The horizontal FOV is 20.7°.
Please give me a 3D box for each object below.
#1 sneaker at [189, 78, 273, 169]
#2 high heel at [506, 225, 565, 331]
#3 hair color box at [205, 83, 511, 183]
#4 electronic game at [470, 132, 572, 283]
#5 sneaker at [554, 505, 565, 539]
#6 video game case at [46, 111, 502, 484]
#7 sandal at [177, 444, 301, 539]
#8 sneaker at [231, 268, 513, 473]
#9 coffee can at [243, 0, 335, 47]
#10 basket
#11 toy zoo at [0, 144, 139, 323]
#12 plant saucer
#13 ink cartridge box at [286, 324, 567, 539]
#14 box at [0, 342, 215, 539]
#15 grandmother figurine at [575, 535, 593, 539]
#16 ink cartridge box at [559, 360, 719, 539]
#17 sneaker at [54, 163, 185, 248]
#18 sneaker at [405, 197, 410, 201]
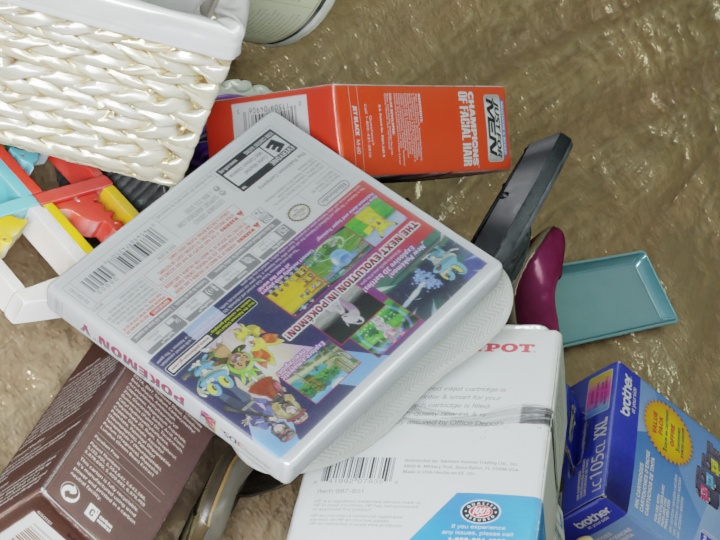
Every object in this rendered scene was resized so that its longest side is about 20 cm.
[{"bbox_3d":[-0.071,-0.074,1.353,0.200,0.081,0.084,14,60,-42],"label":"sneaker"},{"bbox_3d":[0.135,0.048,1.473,0.096,0.067,0.200,41,46,-6],"label":"high heel"},{"bbox_3d":[0.002,-0.089,1.317,0.200,0.111,0.064,-8,93,-53],"label":"hair color box"},{"bbox_3d":[0.094,-0.009,1.387,0.042,0.200,0.200,30,40,1],"label":"electronic game"},{"bbox_3d":[0.124,0.198,1.366,0.088,0.075,0.201,-10,77,-61],"label":"sneaker"},{"bbox_3d":[-0.047,0.009,1.133,0.182,0.023,0.200,34,53,20],"label":"video game case"},{"bbox_3d":[-0.052,0.109,1.226,0.054,0.082,0.200,27,43,3],"label":"sandal"},{"bbox_3d":[-0.015,0.048,1.200,0.200,0.115,0.074,-31,118,-23],"label":"sneaker"},{"bbox_3d":[-0.125,-0.237,1.354,0.200,0.146,0.147,3,61,-46],"label":"coffee can"},{"bbox_3d":[-0.177,-0.150,1.191,0.199,0.124,0.136,15,33,-12],"label":"basket"},{"bbox_3d":[-0.201,-0.038,1.184,0.200,0.020,0.131,46,35,16],"label":"toy zoo"},{"bbox_3d":[0.188,0.026,1.604,0.200,0.019,0.070,-8,69,-50],"label":"plant saucer"},{"bbox_3d":[0.046,0.127,1.197,0.200,0.144,0.084,-75,161,-51],"label":"ink cartridge box"},{"bbox_3d":[-0.142,0.102,1.129,0.075,0.100,0.200,44,40,-15],"label":"box"},{"bbox_3d":[0.049,0.207,1.253,0.199,0.122,0.061,4,28,-21],"label":"grandmother figurine"},{"bbox_3d":[0.209,0.165,1.481,0.200,0.076,0.137,36,42,-22],"label":"ink cartridge box"},{"bbox_3d":[-0.118,-0.021,1.277,0.200,0.074,0.089,51,18,0],"label":"sneaker"},{"bbox_3d":[0.000,0.000,1.377,0.200,0.090,0.067,-84,158,-76],"label":"sneaker"}]
